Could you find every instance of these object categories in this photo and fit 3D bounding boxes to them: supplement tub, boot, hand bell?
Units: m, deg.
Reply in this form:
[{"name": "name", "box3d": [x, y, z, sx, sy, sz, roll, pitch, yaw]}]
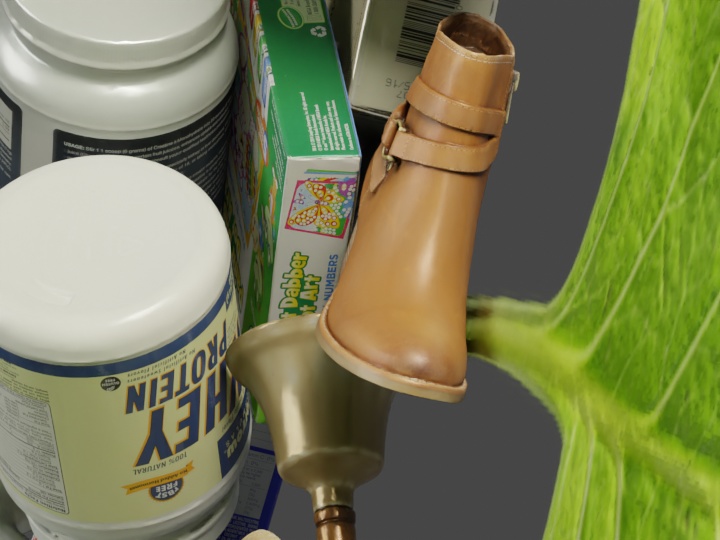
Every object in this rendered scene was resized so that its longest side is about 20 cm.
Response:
[{"name": "supplement tub", "box3d": [-0.141, -0.089, 1.658, 0.141, 0.139, 0.201, -87, 4, -46]}, {"name": "supplement tub", "box3d": [-0.134, 0.054, 1.597, 0.146, 0.144, 0.201, -87, -6, -45]}, {"name": "boot", "box3d": [0.035, -0.034, 1.449, 0.200, 0.073, 0.156, -106, 35, -65]}, {"name": "hand bell", "box3d": [-0.013, 0.134, 1.506, 0.104, 0.103, 0.201, 124, 146, -62]}]

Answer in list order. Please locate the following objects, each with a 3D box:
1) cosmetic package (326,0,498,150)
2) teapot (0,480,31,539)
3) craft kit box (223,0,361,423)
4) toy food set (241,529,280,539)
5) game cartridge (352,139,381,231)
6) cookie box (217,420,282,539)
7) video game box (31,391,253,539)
[{"name": "cosmetic package", "box3d": [0.017, -0.125, 1.655, 0.200, 0.073, 0.104, 171, 111, -78]}, {"name": "teapot", "box3d": [-0.197, 0.067, 1.763, 0.197, 0.145, 0.202, -33, -59, -56]}, {"name": "craft kit box", "box3d": [-0.044, -0.055, 1.636, 0.201, 0.048, 0.198, -103, 13, -46]}, {"name": "toy food set", "box3d": [-0.032, 0.225, 1.430, 0.198, 0.048, 0.202, -167, 73, -72]}, {"name": "game cartridge", "box3d": [0.000, 0.000, 1.690, 0.200, 0.040, 0.134, 137, 142, -72]}, {"name": "cookie box", "box3d": [-0.090, 0.095, 1.935, 0.171, 0.075, 0.201, -115, 40, -72]}, {"name": "video game box", "box3d": [-0.145, 0.154, 1.798, 0.200, 0.047, 0.183, -18, 50, 62]}]
